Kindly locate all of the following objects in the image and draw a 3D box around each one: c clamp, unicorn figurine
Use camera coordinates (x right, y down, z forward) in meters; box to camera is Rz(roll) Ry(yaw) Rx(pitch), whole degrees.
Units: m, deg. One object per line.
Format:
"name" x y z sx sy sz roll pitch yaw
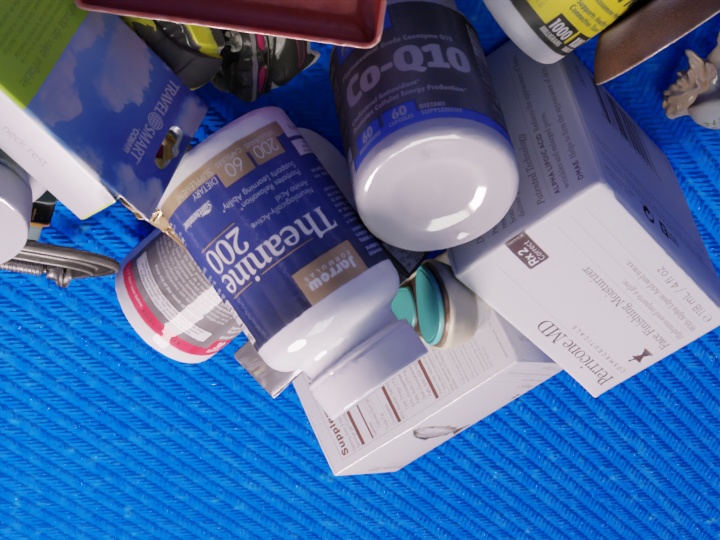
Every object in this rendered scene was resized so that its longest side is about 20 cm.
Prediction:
"c clamp" -0.292 -0.015 1.179 0.199 0.027 0.171 10 168 -17
"unicorn figurine" 0.333 -0.133 1.210 0.199 0.074 0.138 17 141 -7

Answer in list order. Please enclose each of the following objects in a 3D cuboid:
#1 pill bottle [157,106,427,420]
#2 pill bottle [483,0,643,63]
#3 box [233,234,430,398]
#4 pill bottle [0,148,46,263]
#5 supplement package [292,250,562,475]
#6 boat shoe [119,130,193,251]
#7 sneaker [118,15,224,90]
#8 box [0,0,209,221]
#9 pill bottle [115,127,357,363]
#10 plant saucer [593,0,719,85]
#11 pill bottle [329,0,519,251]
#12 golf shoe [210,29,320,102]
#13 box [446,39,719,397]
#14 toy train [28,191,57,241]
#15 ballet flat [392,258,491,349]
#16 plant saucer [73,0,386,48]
"pill bottle" -0.044 -0.002 1.030 0.111 0.200 0.111 -35 175 -3
"pill bottle" 0.177 -0.240 1.030 0.200 0.113 0.112 -34 131 23
"box" 0.000 0.000 1.188 0.048 0.200 0.158 46 118 -2
"pill bottle" -0.259 -0.106 1.012 0.119 0.201 0.120 -2 143 -2
"supplement package" 0.056 0.080 1.305 0.200 0.118 0.117 -34 160 23
"boat shoe" -0.151 -0.067 1.108 0.200 0.069 0.074 46 114 -2
"sneaker" -0.177 -0.204 1.027 0.074 0.085 0.200 -43 116 -21
"box" -0.196 -0.128 0.954 0.048 0.122 0.200 -24 122 39
"pill bottle" -0.095 -0.023 1.202 0.111 0.111 0.200 31 123 -34
"plant saucer" 0.241 -0.200 1.057 0.200 0.200 0.032 -34 94 23
"pill bottle" 0.038 -0.121 1.063 0.113 0.200 0.114 -6 137 -6
"golf shoe" -0.067 -0.218 1.050 0.088 0.077 0.201 -23 136 -34
"box" 0.161 -0.047 1.161 0.131 0.200 0.199 -34 131 22
"toy train" -0.314 -0.081 1.127 0.199 0.085 0.114 8 143 -18
"ballet flat" 0.064 0.024 1.146 0.069 0.070 0.200 0 180 -12
"plant saucer" -0.072 -0.253 0.951 0.199 0.037 0.201 7 101 -2
